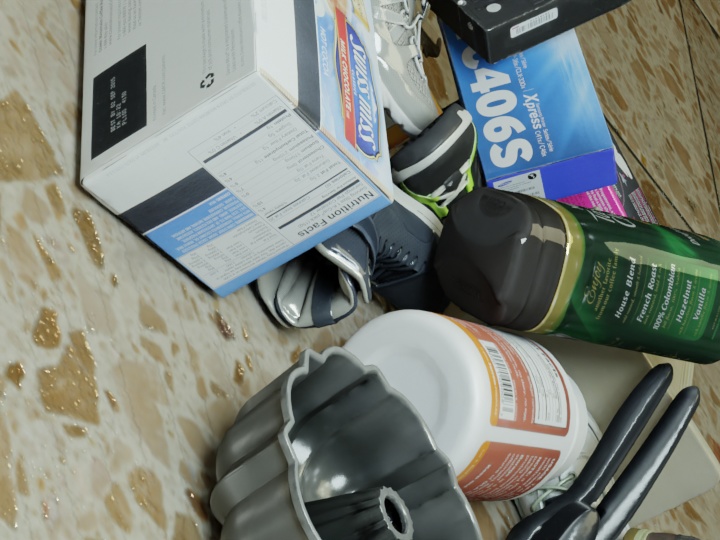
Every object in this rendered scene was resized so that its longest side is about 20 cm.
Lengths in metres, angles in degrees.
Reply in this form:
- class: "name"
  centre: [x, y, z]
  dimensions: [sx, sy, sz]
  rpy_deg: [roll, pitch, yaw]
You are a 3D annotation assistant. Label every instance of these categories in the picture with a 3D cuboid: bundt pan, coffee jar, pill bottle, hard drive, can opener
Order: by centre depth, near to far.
- class: "bundt pan"
  centre: [-0.009, 0.147, 1.082]
  dimensions: [0.202, 0.076, 0.203]
  rpy_deg: [45, 28, -32]
- class: "pill bottle"
  centre: [0.069, 0.091, 1.268]
  dimensions: [0.200, 0.112, 0.113]
  rpy_deg: [16, 49, -60]
- class: "coffee jar"
  centre: [0.151, 0.003, 1.304]
  dimensions: [0.199, 0.086, 0.104]
  rpy_deg: [10, 10, -32]
- class: "can opener"
  centre: [0.167, 0.152, 1.345]
  dimensions: [0.063, 0.078, 0.200]
  rpy_deg: [48, 71, -22]
- class: "hard drive"
  centre: [0.102, -0.237, 1.473]
  dimensions: [0.200, 0.139, 0.038]
  rpy_deg: [49, -21, 42]

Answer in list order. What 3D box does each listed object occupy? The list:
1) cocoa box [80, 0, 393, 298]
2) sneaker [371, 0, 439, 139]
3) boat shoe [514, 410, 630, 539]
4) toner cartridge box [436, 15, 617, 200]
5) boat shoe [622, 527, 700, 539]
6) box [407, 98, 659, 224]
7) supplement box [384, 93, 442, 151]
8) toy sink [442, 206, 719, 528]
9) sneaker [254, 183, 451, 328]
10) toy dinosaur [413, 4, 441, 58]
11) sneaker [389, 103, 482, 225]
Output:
- class: "cocoa box"
  centre: [-0.074, -0.114, 1.168]
  dimensions: [0.131, 0.133, 0.201]
  rpy_deg: [41, 30, -39]
- class: "sneaker"
  centre: [0.020, -0.188, 1.367]
  dimensions: [0.075, 0.082, 0.201]
  rpy_deg: [-80, 149, -85]
- class: "boat shoe"
  centre: [0.148, 0.159, 1.401]
  dimensions: [0.201, 0.073, 0.067]
  rpy_deg: [59, 20, -9]
- class: "toner cartridge box"
  centre: [0.117, -0.139, 1.453]
  dimensions: [0.043, 0.094, 0.201]
  rpy_deg: [75, 1, -53]
- class: "boat shoe"
  centre: [0.231, 0.273, 1.398]
  dimensions: [0.072, 0.066, 0.202]
  rpy_deg: [-43, 123, -51]
- class: "box"
  centre: [0.144, -0.055, 1.565]
  dimensions: [0.201, 0.132, 0.115]
  rpy_deg: [62, 19, 1]
- class: "supplement box"
  centre: [-0.019, -0.179, 1.447]
  dimensions: [0.201, 0.069, 0.067]
  rpy_deg: [62, 25, -6]
- class: "toy sink"
  centre: [0.167, 0.078, 1.466]
  dimensions: [0.200, 0.130, 0.112]
  rpy_deg: [55, 23, -12]
- class: "sneaker"
  centre: [-0.002, 0.000, 1.270]
  dimensions: [0.202, 0.077, 0.147]
  rpy_deg: [49, 30, -37]
- class: "toy dinosaur"
  centre: [0.013, -0.193, 1.523]
  dimensions: [0.101, 0.058, 0.200]
  rpy_deg: [48, 1, -36]
- class: "sneaker"
  centre: [0.068, -0.050, 1.379]
  dimensions: [0.083, 0.072, 0.200]
  rpy_deg: [47, -8, 12]
